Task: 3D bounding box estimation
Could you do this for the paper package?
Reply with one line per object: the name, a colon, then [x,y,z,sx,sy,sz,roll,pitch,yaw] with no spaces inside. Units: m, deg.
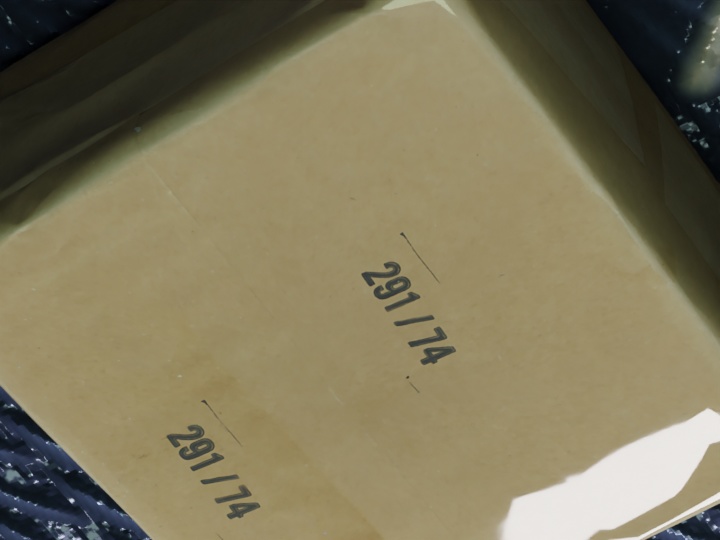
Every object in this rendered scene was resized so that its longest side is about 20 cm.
paper package: [0.000,0.000,0.692,0.190,0.104,0.200,-29,121,21]
